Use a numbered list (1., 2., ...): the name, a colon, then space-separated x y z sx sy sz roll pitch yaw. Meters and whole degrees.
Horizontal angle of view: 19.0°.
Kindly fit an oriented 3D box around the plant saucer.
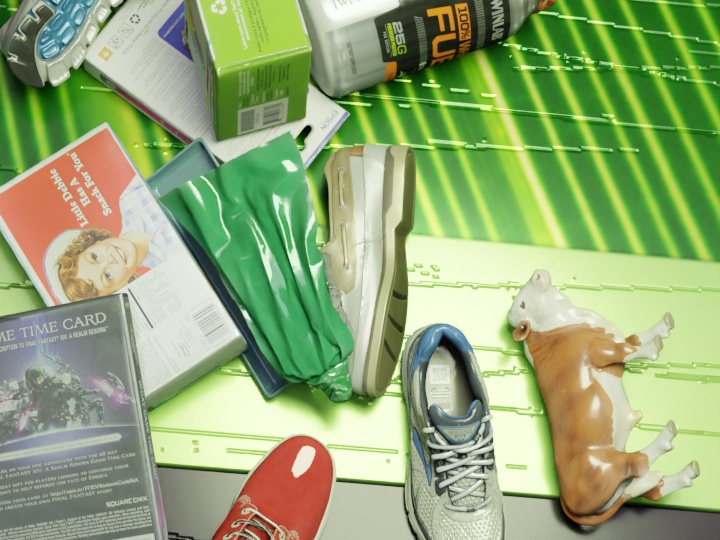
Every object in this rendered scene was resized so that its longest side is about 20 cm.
1. plant saucer: -0.095 -0.003 1.669 0.070 0.019 0.200 -36 80 22

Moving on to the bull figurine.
1. bull figurine: 0.183 0.091 1.648 0.121 0.065 0.201 -14 83 26

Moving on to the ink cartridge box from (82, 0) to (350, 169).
1. ink cartridge box: -0.116 -0.144 1.711 0.200 0.037 0.095 36 74 8

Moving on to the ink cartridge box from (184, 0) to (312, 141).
1. ink cartridge box: -0.101 -0.221 1.641 0.076 0.148 0.201 -16 75 -8

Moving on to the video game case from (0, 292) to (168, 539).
1. video game case: -0.223 0.127 1.593 0.142 0.019 0.201 -11 86 16

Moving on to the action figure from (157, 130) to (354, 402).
1. action figure: -0.057 0.009 1.615 0.118 0.055 0.200 -25 90 21

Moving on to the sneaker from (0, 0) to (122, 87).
1. sneaker: -0.215 -0.236 1.699 0.200 0.087 0.075 -44 123 -7

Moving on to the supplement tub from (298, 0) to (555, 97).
1. supplement tub: 0.047 -0.223 1.700 0.199 0.123 0.123 -20 78 -9

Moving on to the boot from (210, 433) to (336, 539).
1. boot: -0.076 0.199 1.566 0.072 0.144 0.200 29 73 5

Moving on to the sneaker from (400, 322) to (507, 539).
1. sneaker: 0.068 0.133 1.626 0.077 0.085 0.201 -10 77 -7

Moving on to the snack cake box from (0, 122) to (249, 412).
1. snack cake box: -0.187 0.003 1.642 0.115 0.067 0.200 -32 80 -3

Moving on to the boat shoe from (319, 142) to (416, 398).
1. boat shoe: 0.000 0.000 1.668 0.068 0.075 0.201 3 74 13
